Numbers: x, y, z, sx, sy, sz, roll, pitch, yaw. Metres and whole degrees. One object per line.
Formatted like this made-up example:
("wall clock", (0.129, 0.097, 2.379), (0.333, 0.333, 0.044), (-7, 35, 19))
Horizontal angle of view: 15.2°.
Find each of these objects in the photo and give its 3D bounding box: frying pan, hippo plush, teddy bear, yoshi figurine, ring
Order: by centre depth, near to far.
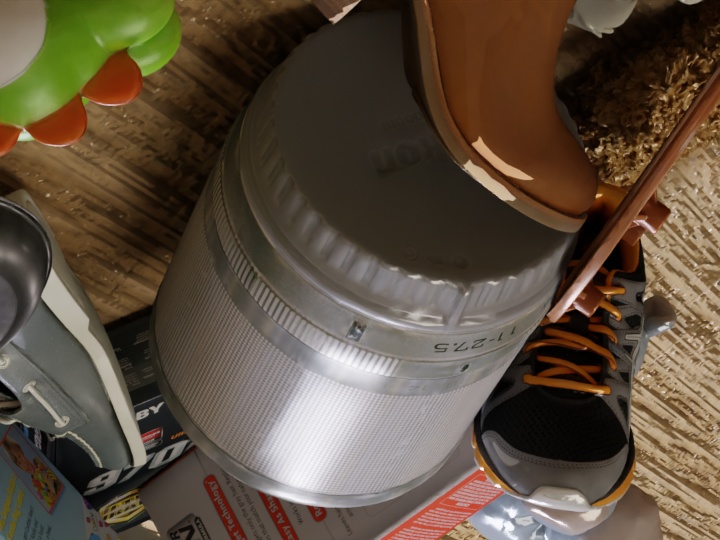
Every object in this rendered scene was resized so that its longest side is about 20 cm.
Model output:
("yoshi figurine", (-0.166, -0.084, 0.951), (0.200, 0.112, 0.112), (-15, -174, -6))
("frying pan", (-0.207, 0.032, 1.113), (0.190, 0.031, 0.115), (-38, 143, 20))
("ring", (0.146, -0.057, 1.190), (0.201, 0.019, 0.200), (-55, 178, -3))
("teddy bear", (0.151, -0.076, 1.356), (0.200, 0.067, 0.145), (-28, 160, -2))
("hippo plush", (0.120, 0.074, 1.487), (0.200, 0.159, 0.161), (46, 66, -48))

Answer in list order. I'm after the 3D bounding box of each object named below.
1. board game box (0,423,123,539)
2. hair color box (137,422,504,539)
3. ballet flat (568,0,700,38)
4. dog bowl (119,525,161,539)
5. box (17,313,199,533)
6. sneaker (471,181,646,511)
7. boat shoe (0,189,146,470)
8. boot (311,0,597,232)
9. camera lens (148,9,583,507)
("board game box", (-0.168, 0.167, 1.289), (0.103, 0.200, 0.105), (-35, -161, 14))
("hair color box", (-0.006, 0.101, 1.373), (0.200, 0.102, 0.061), (-36, 158, 17))
("ballet flat", (0.117, -0.144, 1.170), (0.200, 0.068, 0.068), (-18, 155, -25))
("dog bowl", (-0.145, 0.231, 1.471), (0.200, 0.200, 0.079), (-2, 144, -48))
("box", (-0.081, 0.066, 1.401), (0.200, 0.046, 0.159), (-22, 157, -18))
("sneaker", (0.099, 0.035, 1.281), (0.078, 0.200, 0.077), (9, 129, 0))
("boat shoe", (-0.147, 0.036, 1.220), (0.062, 0.073, 0.200), (-23, 147, -2))
("boot", (0.074, -0.120, 1.067), (0.155, 0.074, 0.200), (-40, 121, 8))
("camera lens", (0.000, 0.000, 1.213), (0.160, 0.160, 0.200), (-16, 154, -30))
